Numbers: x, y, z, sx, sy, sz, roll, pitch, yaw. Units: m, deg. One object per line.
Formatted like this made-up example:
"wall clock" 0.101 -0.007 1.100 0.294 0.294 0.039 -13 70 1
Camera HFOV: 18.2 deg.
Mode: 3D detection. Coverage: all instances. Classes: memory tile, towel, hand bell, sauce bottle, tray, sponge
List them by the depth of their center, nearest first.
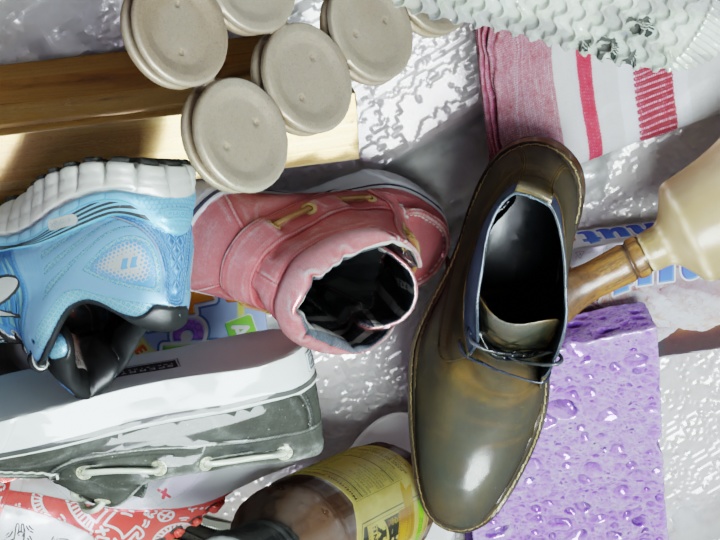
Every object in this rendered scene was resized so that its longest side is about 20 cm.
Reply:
"memory tile" -0.037 -0.137 0.983 0.200 0.017 0.154 -42 107 -40
"tray" -0.109 -0.072 1.039 0.199 0.099 0.037 -7 115 -11
"sauce bottle" -0.024 0.128 1.075 0.064 0.200 0.065 3 97 23
"towel" 0.152 -0.114 1.098 0.199 0.023 0.144 -21 144 -6
"hand bell" 0.132 -0.004 1.127 0.199 0.104 0.104 -27 119 4
"sponge" 0.108 0.113 1.208 0.111 0.030 0.201 -14 126 -6

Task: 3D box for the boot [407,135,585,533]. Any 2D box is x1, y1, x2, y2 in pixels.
"boot" 0.059 0.038 1.068 0.074 0.097 0.201 12 100 5

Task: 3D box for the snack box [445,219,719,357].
"snack box" 0.144 0.011 1.186 0.199 0.024 0.072 -8 115 -10

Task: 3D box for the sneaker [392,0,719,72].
"sneaker" 0.072 -0.160 1.004 0.199 0.100 0.070 19 143 -6

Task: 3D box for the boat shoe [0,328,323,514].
"boat shoe" -0.115 0.078 1.025 0.199 0.071 0.064 -10 106 -1

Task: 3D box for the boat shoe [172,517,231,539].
"boat shoe" -0.113 0.157 1.171 0.200 0.061 0.072 16 111 -21

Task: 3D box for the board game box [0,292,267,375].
"board game box" -0.148 0.010 1.105 0.199 0.037 0.152 -12 118 -10

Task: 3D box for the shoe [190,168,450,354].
"shoe" 0.000 0.000 1.057 0.200 0.091 0.072 1 113 -53

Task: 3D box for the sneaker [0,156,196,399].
"sneaker" -0.145 0.016 0.990 0.078 0.200 0.090 0 75 -42

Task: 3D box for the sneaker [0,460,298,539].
"sneaker" -0.115 0.123 1.104 0.200 0.067 0.108 -8 108 -5

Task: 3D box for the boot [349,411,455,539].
"boot" 0.015 0.176 1.215 0.072 0.090 0.201 9 88 8
